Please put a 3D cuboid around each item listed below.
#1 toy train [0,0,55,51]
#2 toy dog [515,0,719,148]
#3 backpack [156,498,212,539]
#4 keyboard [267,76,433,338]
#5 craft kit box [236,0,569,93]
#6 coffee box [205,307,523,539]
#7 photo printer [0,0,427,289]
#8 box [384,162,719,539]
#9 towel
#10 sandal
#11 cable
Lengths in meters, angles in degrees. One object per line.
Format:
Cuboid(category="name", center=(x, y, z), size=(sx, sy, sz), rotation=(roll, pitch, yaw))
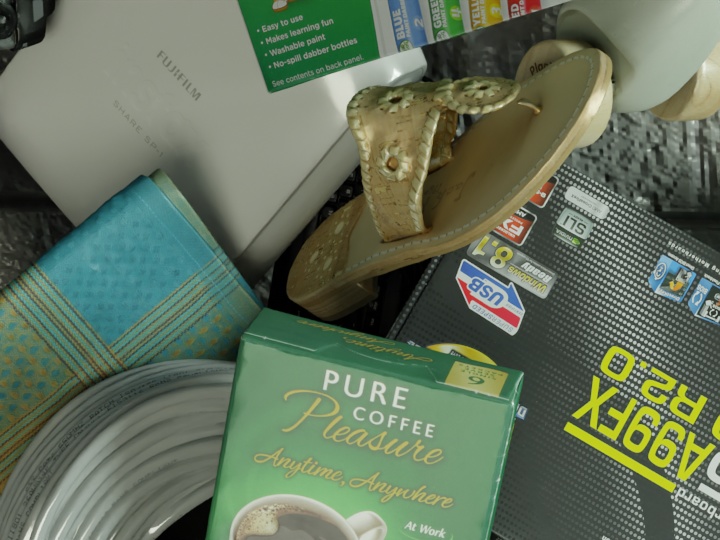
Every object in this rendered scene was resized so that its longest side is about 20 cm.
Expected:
Cuboid(category="toy train", center=(-0.163, -0.202, 1.121), size=(0.046, 0.034, 0.201), rotation=(-7, 101, -26))
Cuboid(category="toy dog", center=(0.134, -0.143, 1.063), size=(0.200, 0.132, 0.097), rotation=(-46, 60, 28))
Cuboid(category="backpack", center=(-0.153, 0.117, 1.246), size=(0.190, 0.200, 0.154), rotation=(42, 159, -7))
Cuboid(category="keyboard", center=(0.000, 0.000, 1.163), size=(0.104, 0.040, 0.201), rotation=(12, 99, 23))
Cuboid(category="craft kit box", center=(0.021, -0.194, 1.006), size=(0.199, 0.048, 0.198), rotation=(-15, 96, 27))
Cuboid(category="coffee box", center=(-0.006, 0.125, 1.045), size=(0.122, 0.044, 0.201), rotation=(12, 109, 9))
Cuboid(category="photo printer", center=(-0.071, -0.092, 1.148), size=(0.166, 0.069, 0.200), rotation=(48, 123, 9))
Cuboid(category="box", center=(0.110, 0.058, 1.081), size=(0.200, 0.044, 0.161), rotation=(31, 81, 4))
Cuboid(category="towel", center=(-0.131, 0.064, 1.120), size=(0.200, 0.022, 0.147), rotation=(-39, 122, -5))
Cuboid(category="sandal", center=(0.015, -0.046, 1.063), size=(0.070, 0.078, 0.212), rotation=(32, 138, -21))
Cuboid(category="cable", center=(-0.075, 0.135, 1.121), size=(0.199, 0.069, 0.201), rotation=(-4, 110, -26))
